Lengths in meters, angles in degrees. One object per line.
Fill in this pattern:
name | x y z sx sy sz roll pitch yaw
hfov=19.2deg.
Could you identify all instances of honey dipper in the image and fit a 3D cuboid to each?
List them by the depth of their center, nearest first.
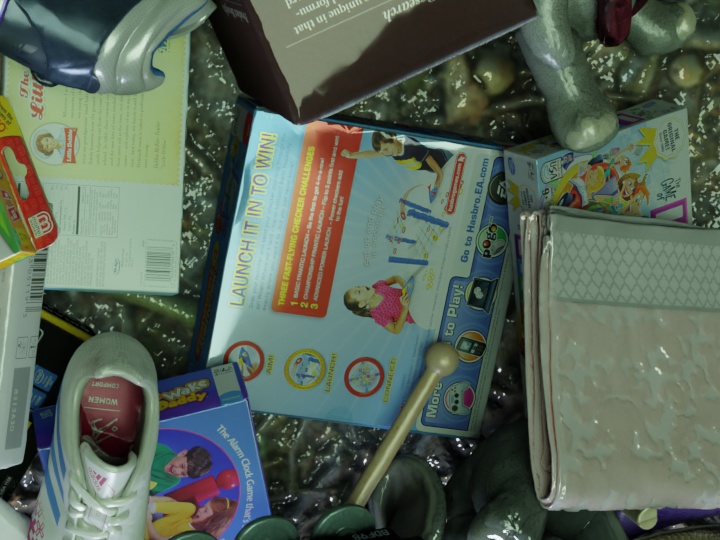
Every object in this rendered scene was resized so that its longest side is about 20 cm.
honey dipper | 0.006 0.133 1.380 0.038 0.038 0.200 31 86 -19

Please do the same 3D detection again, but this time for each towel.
towel | 0.187 0.059 1.372 0.200 0.032 0.191 4 80 -38

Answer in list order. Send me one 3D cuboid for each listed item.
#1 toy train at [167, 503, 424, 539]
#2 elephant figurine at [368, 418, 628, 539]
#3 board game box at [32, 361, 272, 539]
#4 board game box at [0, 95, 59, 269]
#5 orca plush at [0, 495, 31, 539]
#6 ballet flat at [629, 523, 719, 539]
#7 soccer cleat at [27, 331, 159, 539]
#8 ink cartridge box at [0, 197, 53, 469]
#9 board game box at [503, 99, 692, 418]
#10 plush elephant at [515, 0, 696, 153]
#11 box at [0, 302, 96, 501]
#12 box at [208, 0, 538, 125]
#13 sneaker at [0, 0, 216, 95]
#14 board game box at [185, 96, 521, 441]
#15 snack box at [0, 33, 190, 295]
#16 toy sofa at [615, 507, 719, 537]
toy train | -0.050 0.215 1.310 0.200 0.085 0.114 -7 116 -24
elephant figurine | 0.065 0.181 1.399 0.142 0.200 0.155 57 43 -13
board game box | -0.124 0.167 1.375 0.134 0.045 0.200 -13 122 -6
board game box | -0.277 -0.022 1.244 0.200 0.030 0.096 -24 84 14
orca plush | -0.198 0.212 1.349 0.200 0.071 0.105 40 90 -12
ballet flat | 0.245 0.205 1.507 0.200 0.067 0.046 -7 75 -18
soccer cleat | -0.159 0.137 1.263 0.070 0.086 0.200 4 100 -11
ink cartridge box | -0.291 0.026 1.285 0.200 0.050 0.161 8 93 19
board game box | 0.164 -0.001 1.420 0.134 0.034 0.200 -21 115 -32
plush elephant | 0.167 -0.207 1.332 0.165 0.155 0.200 -40 98 -42
box | -0.283 0.089 1.347 0.160 0.049 0.200 31 93 -21
box | -0.022 -0.218 1.283 0.164 0.166 0.200 -26 108 -9
sneaker | -0.152 -0.200 1.278 0.146 0.081 0.200 19 68 -21
board game box | 0.000 0.000 1.398 0.196 0.056 0.200 9 100 -17
snack box | -0.168 -0.087 1.320 0.116 0.037 0.200 3 89 -16
toy sofa | 0.272 0.138 1.491 0.200 0.083 0.098 -8 104 -13
